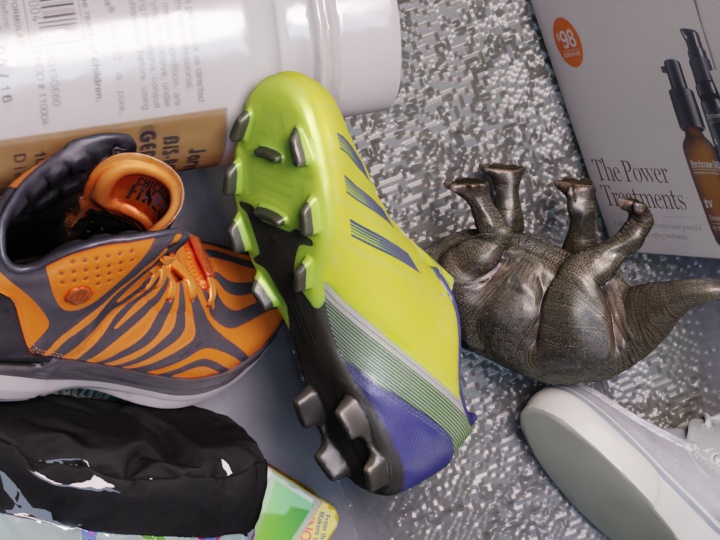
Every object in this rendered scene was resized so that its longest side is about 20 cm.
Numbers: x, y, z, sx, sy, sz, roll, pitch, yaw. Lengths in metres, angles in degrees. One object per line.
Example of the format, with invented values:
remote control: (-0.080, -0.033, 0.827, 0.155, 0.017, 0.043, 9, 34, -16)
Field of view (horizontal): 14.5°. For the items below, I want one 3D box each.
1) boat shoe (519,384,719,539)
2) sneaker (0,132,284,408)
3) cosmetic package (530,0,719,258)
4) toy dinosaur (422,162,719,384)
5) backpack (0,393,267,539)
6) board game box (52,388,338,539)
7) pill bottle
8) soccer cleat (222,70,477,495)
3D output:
boat shoe: (0.163, 0.107, 1.342, 0.201, 0.070, 0.072, 40, 68, -14)
sneaker: (-0.088, -0.001, 1.200, 0.199, 0.112, 0.078, -8, 57, -47)
cosmetic package: (0.157, -0.082, 1.237, 0.051, 0.200, 0.152, -23, 102, -24)
toy dinosaur: (0.083, 0.010, 1.284, 0.199, 0.077, 0.103, 8, 103, 7)
backpack: (-0.129, 0.159, 1.215, 0.166, 0.127, 0.201, 9, 102, -17)
board game box: (-0.110, 0.101, 1.288, 0.200, 0.030, 0.096, 33, 89, -18)
pill bottle: (-0.089, -0.099, 1.219, 0.199, 0.114, 0.115, -9, 100, -13)
soccer cleat: (0.000, 0.000, 1.210, 0.084, 0.065, 0.201, -32, 118, -31)
